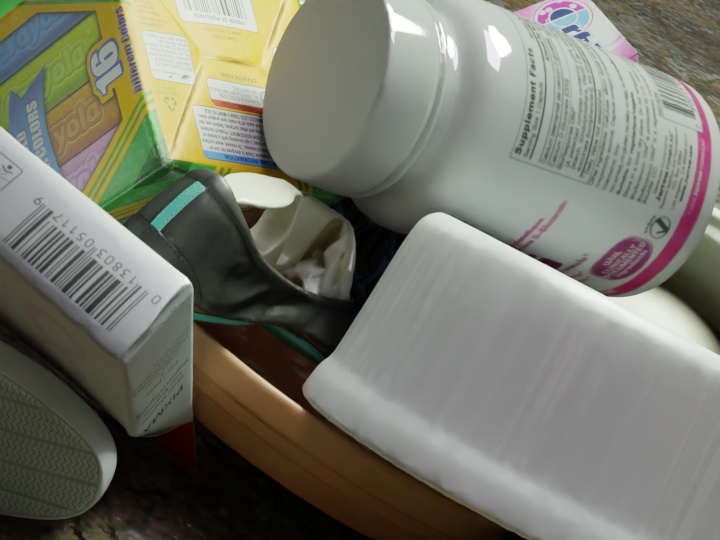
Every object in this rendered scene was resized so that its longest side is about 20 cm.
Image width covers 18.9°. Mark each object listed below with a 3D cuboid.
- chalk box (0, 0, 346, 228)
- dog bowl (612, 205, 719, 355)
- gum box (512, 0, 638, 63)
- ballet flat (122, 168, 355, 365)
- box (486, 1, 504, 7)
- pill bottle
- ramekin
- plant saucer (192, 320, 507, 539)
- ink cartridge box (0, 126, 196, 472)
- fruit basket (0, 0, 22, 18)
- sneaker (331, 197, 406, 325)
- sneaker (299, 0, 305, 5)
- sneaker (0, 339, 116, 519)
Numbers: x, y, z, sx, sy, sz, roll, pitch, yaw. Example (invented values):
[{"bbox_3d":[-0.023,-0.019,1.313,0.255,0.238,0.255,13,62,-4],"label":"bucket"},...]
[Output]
[{"bbox_3d":[-0.125,-0.055,1.055,0.124,0.200,0.124,4,63,-46],"label":"chalk box"},{"bbox_3d":[0.128,0.054,1.104,0.200,0.074,0.200,3,59,-5],"label":"dog bowl"},{"bbox_3d":[0.086,-0.041,1.175,0.113,0.200,0.066,-22,49,-13],"label":"gum box"},{"bbox_3d":[-0.038,-0.002,0.947,0.068,0.068,0.200,37,4,19],"label":"ballet flat"},{"bbox_3d":[0.067,-0.076,1.346,0.049,0.161,0.200,-1,13,3],"label":"box"},{"bbox_3d":[0.062,-0.062,1.009,0.200,0.113,0.113,17,21,-34],"label":"pill bottle"},{"bbox_3d":[0.085,0.056,0.918,0.200,0.098,0.200,28,1,-1],"label":"ramekin"},{"bbox_3d":[-0.022,0.070,0.991,0.200,0.037,0.200,35,4,-3],"label":"plant saucer"},{"bbox_3d":[-0.140,0.015,0.900,0.162,0.200,0.057,38,63,14],"label":"ink cartridge box"},{"bbox_3d":[-0.132,-0.144,1.231,0.200,0.094,0.185,-27,21,-28],"label":"fruit basket"},{"bbox_3d":[0.000,0.000,1.116,0.078,0.200,0.075,19,54,28],"label":"sneaker"},{"bbox_3d":[0.004,-0.128,1.129,0.200,0.100,0.075,10,60,-30],"label":"sneaker"},{"bbox_3d":[-0.182,0.030,0.873,0.200,0.073,0.071,28,29,5],"label":"sneaker"}]
